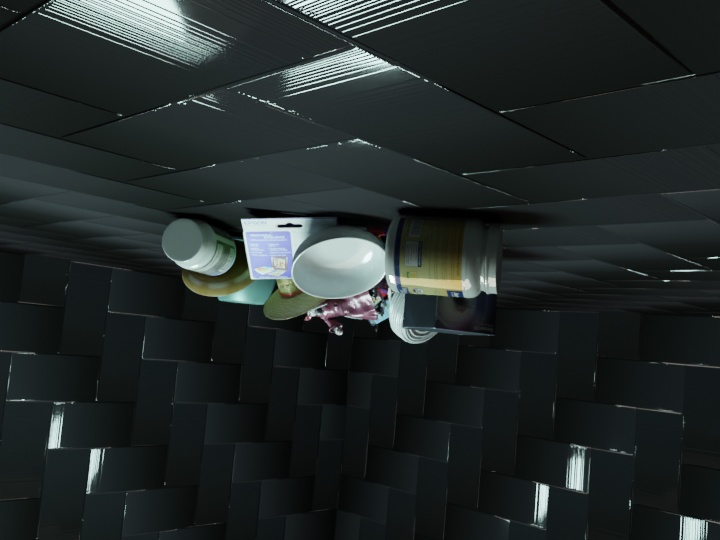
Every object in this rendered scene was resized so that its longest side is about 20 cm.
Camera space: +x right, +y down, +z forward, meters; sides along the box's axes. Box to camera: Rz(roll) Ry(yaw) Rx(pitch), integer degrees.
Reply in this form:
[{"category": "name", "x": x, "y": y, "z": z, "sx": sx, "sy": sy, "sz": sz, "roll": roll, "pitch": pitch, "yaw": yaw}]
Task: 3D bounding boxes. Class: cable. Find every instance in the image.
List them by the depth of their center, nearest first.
[{"category": "cable", "x": 0.156, "y": 0.083, "z": 1.860, "sx": 0.199, "sy": 0.202, "sz": 0.069, "roll": -25, "pitch": -138, "yaw": -30}]

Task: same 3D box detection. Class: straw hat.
[{"category": "straw hat", "x": -0.149, "y": 0.017, "z": 1.699, "sx": 0.199, "sy": 0.086, "sz": 0.202, "roll": -19, "pitch": -155, "yaw": 9}]

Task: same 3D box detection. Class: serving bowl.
[{"category": "serving bowl", "x": -0.044, "y": -0.027, "z": 1.527, "sx": 0.197, "sy": 0.066, "sz": 0.201, "roll": -6, "pitch": 143, "yaw": -4}]

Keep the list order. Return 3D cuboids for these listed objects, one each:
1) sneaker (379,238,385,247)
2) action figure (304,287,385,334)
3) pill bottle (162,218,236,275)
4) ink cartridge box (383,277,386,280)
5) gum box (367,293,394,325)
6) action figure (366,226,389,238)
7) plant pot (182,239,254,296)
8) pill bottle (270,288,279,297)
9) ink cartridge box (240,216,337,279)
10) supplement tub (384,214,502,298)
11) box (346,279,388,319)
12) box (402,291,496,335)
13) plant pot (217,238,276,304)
[{"category": "sneaker", "x": -0.005, "y": -0.039, "z": 1.720, "sx": 0.129, "sy": 0.081, "sz": 0.200, "roll": 6, "pitch": 175, "yaw": 4}, {"category": "action figure", "x": -0.049, "y": 0.078, "z": 1.858, "sx": 0.197, "sy": 0.136, "sz": 0.149, "roll": -11, "pitch": -172, "yaw": 13}, {"category": "pill bottle", "x": -0.366, "y": -0.054, "z": 1.712, "sx": 0.112, "sy": 0.115, "sz": 0.200, "roll": 4, "pitch": 174, "yaw": 11}, {"category": "ink cartridge box", "x": -0.002, "y": 0.041, "z": 1.983, "sx": 0.118, "sy": 0.042, "sz": 0.200, "roll": 3, "pitch": 144, "yaw": -26}, {"category": "gum box", "x": 0.113, "y": 0.061, "z": 1.997, "sx": 0.170, "sy": 0.045, "sz": 0.200, "roll": -40, "pitch": 180, "yaw": -25}, {"category": "action figure", "x": 0.110, "y": -0.040, "z": 1.532, "sx": 0.198, "sy": 0.100, "sz": 0.065, "roll": 0, "pitch": 173, "yaw": 26}, {"category": "plant pot", "x": -0.343, "y": -0.016, "z": 1.862, "sx": 0.197, "sy": 0.201, "sz": 0.028, "roll": 4, "pitch": 132, "yaw": 8}, {"category": "pill bottle", "x": -0.146, "y": 0.043, "z": 2.046, "sx": 0.199, "sy": 0.112, "sz": 0.111, "roll": -36, "pitch": 159, "yaw": 18}, {"category": "ink cartridge box", "x": -0.141, "y": -0.057, "z": 1.570, "sx": 0.195, "sy": 0.044, "sz": 0.201, "roll": -1, "pitch": 143, "yaw": -1}, {"category": "supplement tub", "x": 0.153, "y": -0.026, "z": 1.362, "sx": 0.197, "sy": 0.146, "sz": 0.144, "roll": 4, "pitch": 174, "yaw": 16}, {"category": "box", "x": -0.042, "y": 0.059, "z": 1.924, "sx": 0.198, "sy": 0.039, "sz": 0.137, "roll": 14, "pitch": 136, "yaw": -35}, {"category": "box", "x": 0.212, "y": 0.044, "z": 1.740, "sx": 0.198, "sy": 0.201, "sz": 0.123, "roll": 9, "pitch": 174, "yaw": -37}, {"category": "plant pot", "x": -0.317, "y": 0.008, "z": 2.062, "sx": 0.198, "sy": 0.163, "sz": 0.201, "roll": 4, "pitch": 174, "yaw": 0}]
